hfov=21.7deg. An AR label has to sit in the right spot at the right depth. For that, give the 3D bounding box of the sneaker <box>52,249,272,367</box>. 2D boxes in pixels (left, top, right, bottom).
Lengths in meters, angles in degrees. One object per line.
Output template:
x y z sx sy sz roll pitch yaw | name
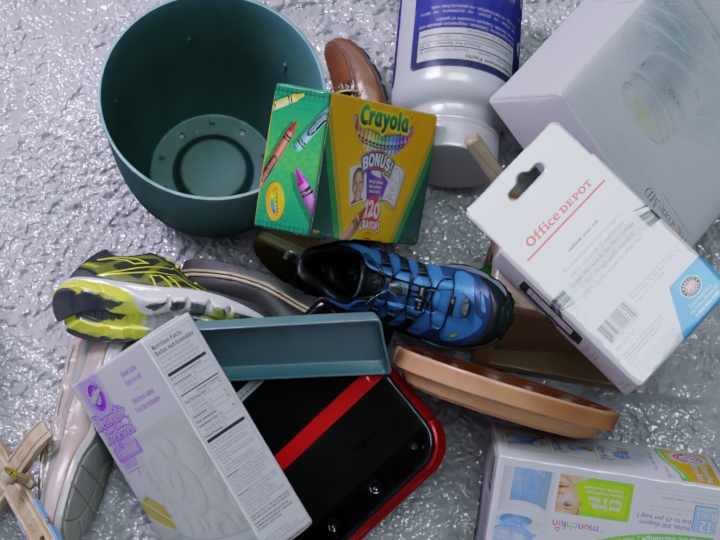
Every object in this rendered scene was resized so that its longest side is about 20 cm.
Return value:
-0.165 0.022 1.639 0.198 0.075 0.085 12 41 6 | sneaker

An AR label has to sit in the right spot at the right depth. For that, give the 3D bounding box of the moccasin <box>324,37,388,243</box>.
-0.011 -0.122 1.757 0.077 0.074 0.204 -5 78 -15 | moccasin

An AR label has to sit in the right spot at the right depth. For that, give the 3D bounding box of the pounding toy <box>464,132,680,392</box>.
0.171 -0.003 1.657 0.198 0.184 0.144 10 67 0 | pounding toy

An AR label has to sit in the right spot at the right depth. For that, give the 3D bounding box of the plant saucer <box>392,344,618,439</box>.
0.122 0.107 1.608 0.198 0.200 0.033 16 91 2 | plant saucer

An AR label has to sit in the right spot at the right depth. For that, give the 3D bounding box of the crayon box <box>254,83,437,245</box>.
-0.009 -0.088 1.608 0.058 0.199 0.120 11 94 28 | crayon box

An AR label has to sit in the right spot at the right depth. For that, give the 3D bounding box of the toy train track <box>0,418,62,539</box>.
-0.286 0.199 1.567 0.115 0.032 0.200 -54 49 15 | toy train track

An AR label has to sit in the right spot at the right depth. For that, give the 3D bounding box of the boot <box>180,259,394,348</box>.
-0.086 0.080 1.669 0.198 0.078 0.140 18 79 12 | boot

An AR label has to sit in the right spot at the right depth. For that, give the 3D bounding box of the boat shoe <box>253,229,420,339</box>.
0.001 -0.001 1.704 0.199 0.073 0.064 21 66 1 | boat shoe

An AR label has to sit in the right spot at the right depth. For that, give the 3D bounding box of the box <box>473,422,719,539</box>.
0.202 0.208 1.596 0.198 0.101 0.114 8 101 -1 | box

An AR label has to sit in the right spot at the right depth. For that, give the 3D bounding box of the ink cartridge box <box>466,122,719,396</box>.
0.190 -0.010 1.545 0.200 0.068 0.116 45 81 5 | ink cartridge box

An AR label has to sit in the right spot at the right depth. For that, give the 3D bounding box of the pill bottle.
0.090 -0.187 1.761 0.118 0.120 0.202 7 68 -2 | pill bottle

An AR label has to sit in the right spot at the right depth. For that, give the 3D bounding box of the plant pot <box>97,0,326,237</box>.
-0.133 -0.123 1.694 0.198 0.161 0.203 2 68 -4 | plant pot

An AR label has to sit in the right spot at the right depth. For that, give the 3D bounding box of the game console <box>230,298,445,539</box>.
-0.044 0.152 1.621 0.200 0.031 0.177 -43 75 6 | game console

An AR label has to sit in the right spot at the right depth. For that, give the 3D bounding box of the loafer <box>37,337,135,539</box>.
-0.248 0.147 1.634 0.062 0.072 0.202 6 60 17 | loafer

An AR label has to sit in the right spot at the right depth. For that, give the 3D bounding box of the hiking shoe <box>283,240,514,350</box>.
0.033 0.023 1.579 0.198 0.086 0.075 14 97 34 | hiking shoe

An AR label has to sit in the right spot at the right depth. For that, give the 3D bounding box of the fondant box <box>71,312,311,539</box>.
-0.143 0.151 1.559 0.058 0.144 0.201 -30 90 -37 | fondant box

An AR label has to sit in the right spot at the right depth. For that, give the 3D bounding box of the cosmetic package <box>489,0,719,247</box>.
0.261 -0.147 1.710 0.200 0.123 0.200 -47 112 -18 | cosmetic package

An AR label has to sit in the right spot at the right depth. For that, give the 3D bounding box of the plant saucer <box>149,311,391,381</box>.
-0.075 0.064 1.588 0.198 0.070 0.019 -4 46 8 | plant saucer
